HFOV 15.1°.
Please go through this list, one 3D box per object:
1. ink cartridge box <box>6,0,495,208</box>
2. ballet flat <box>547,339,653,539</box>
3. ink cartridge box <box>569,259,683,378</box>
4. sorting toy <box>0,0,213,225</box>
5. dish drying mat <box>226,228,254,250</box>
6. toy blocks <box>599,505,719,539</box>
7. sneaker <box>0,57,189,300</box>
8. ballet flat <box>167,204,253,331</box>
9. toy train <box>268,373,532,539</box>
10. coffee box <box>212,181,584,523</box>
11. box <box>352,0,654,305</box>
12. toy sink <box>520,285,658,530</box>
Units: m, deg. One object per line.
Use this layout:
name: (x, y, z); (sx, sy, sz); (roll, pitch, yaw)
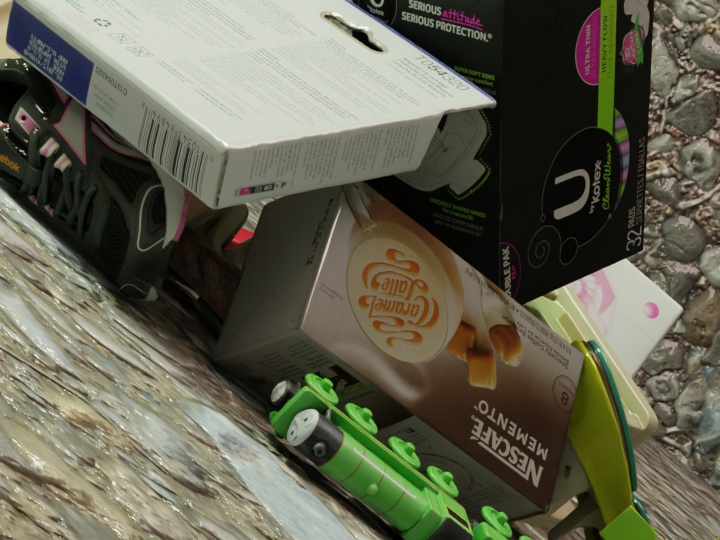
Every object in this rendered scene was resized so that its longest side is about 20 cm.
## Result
ink cartridge box: (-0.061, -0.108, 1.516); (0.200, 0.043, 0.196); (-10, 36, -41)
ballet flat: (0.140, 0.137, 1.643); (0.067, 0.067, 0.200); (-123, -168, -60)
ink cartridge box: (0.102, 0.037, 1.960); (0.200, 0.196, 0.043); (40, -25, -2)
sorting toy: (-0.144, -0.103, 1.653); (0.200, 0.037, 0.185); (40, 46, 22)
dish drying mat: (-0.077, -0.018, 1.822); (0.200, 0.018, 0.077); (24, 3, -36)
toy blocks: (0.217, 0.241, 1.585); (0.200, 0.100, 0.137); (47, -3, 26)
sneaker: (-0.161, -0.053, 1.508); (0.086, 0.080, 0.200); (3, 31, -27)
ballet flat: (-0.081, -0.006, 1.629); (0.200, 0.067, 0.068); (42, 4, 31)
toy train: (0.030, 0.125, 1.440); (0.200, 0.042, 0.056); (38, 15, -23)
coffee box: (0.025, 0.050, 1.543); (0.200, 0.115, 0.080); (38, -38, -28)
box: (0.085, -0.100, 1.635); (0.124, 0.200, 0.148); (20, 30, 38)
toy sink: (0.104, 0.078, 1.766); (0.200, 0.112, 0.130); (24, 31, -56)
